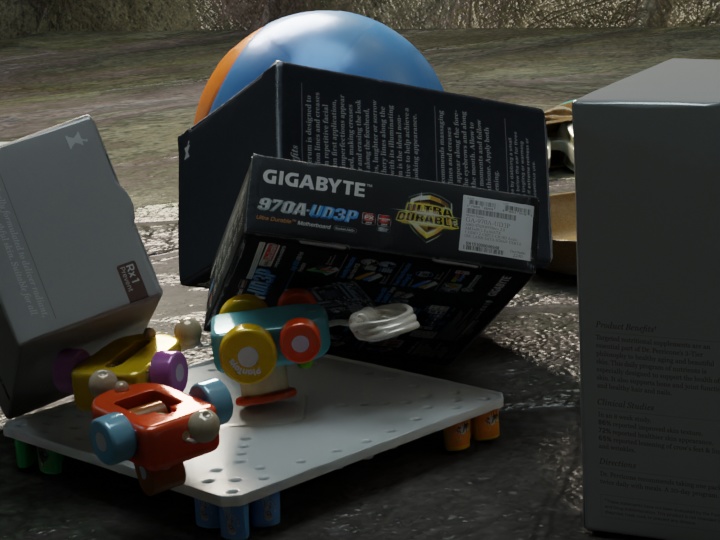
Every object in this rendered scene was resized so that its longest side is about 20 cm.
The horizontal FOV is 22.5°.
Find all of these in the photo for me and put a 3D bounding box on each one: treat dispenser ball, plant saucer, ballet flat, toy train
[{"bbox_3d":[-0.027,-0.094,1.364,0.199,0.203,0.201,-3,13,1],"label":"treat dispenser ball"},{"bbox_3d":[0.201,-0.028,1.385,0.198,0.036,0.200,-4,13,1],"label":"plant saucer"},{"bbox_3d":[0.179,-0.122,1.768,0.198,0.068,0.072,-8,33,-17],"label":"ballet flat"},{"bbox_3d":[-0.069,0.064,0.912,0.199,0.056,0.149,-19,21,-40],"label":"toy train"}]

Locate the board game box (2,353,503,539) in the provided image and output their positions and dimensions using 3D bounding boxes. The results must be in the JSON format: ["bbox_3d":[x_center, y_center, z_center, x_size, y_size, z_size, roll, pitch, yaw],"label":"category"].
[{"bbox_3d":[-0.057,0.086,0.978,0.199,0.026,0.199,-16,17,-42],"label":"board game box"}]

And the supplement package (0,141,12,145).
[{"bbox_3d":[-0.333,-0.026,1.354,0.154,0.112,0.200,1,14,21],"label":"supplement package"}]

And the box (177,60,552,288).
[{"bbox_3d":[0.001,-0.047,1.165,0.198,0.108,0.148,7,-17,-28],"label":"box"}]

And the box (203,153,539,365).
[{"bbox_3d":[0.000,0.000,1.028,0.157,0.046,0.200,8,-18,-8],"label":"box"}]

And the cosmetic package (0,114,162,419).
[{"bbox_3d":[-0.173,0.004,0.998,0.090,0.108,0.200,-21,-11,-15],"label":"cosmetic package"}]

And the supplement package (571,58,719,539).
[{"bbox_3d":[0.195,0.010,0.845,0.150,0.202,0.150,4,15,27],"label":"supplement package"}]
